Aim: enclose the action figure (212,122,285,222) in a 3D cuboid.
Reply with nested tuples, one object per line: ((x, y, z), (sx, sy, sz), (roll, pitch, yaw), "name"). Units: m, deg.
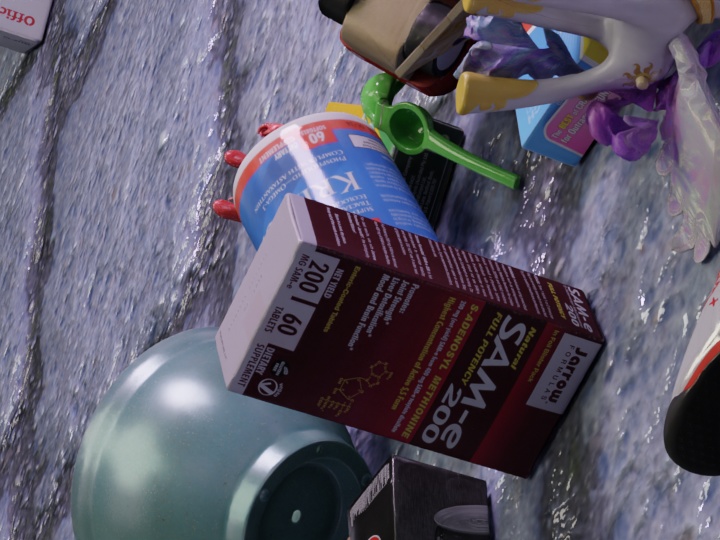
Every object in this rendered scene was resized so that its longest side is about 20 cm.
((-0.060, -0.075, 1.996), (0.200, 0.052, 0.066), (-14, 56, 64), "action figure")

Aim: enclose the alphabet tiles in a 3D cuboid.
((0.120, -0.189, 1.528), (0.167, 0.008, 0.200), (-32, -7, -35), "alphabet tiles")

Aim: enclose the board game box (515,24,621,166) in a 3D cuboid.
((0.156, -0.187, 1.671), (0.200, 0.040, 0.153), (-58, 24, 35), "board game box")

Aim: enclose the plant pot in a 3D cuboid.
((-0.076, 0.151, 1.820), (0.134, 0.200, 0.201), (20, 92, 44), "plant pot")

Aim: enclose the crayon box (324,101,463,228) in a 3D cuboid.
((0.000, -0.054, 1.960), (0.200, 0.051, 0.126), (14, 87, 71), "crayon box")

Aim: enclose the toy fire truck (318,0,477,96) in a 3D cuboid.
((0.062, -0.206, 1.839), (0.176, 0.128, 0.200), (-59, -22, -2), "toy fire truck")

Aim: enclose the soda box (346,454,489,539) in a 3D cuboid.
((0.037, 0.209, 1.600), (0.200, 0.071, 0.063), (-92, 26, -44), "soda box")

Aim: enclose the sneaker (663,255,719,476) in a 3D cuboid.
((0.205, -0.001, 1.344), (0.202, 0.067, 0.108), (-62, 21, 17), "sneaker")

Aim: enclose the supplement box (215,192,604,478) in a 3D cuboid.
((0.028, 0.040, 1.578), (0.109, 0.199, 0.061), (-63, 23, 24), "supplement box")

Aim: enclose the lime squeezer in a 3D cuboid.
((0.040, -0.101, 1.824), (0.038, 0.070, 0.200), (-64, 29, 20), "lime squeezer")

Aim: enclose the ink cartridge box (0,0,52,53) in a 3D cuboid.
((-0.440, -0.383, 3.288), (0.083, 0.145, 0.201), (161, 125, -68), "ink cartridge box")

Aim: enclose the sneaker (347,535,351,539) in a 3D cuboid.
((0.003, 0.247, 1.661), (0.076, 0.070, 0.200), (126, 154, -43), "sneaker")

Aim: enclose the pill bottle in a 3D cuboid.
((0.000, 0.000, 1.774), (0.112, 0.112, 0.200), (-59, 44, 33), "pill bottle")

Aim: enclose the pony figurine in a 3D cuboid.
((0.154, -0.120, 1.450), (0.193, 0.199, 0.167), (108, 161, -53), "pony figurine")
